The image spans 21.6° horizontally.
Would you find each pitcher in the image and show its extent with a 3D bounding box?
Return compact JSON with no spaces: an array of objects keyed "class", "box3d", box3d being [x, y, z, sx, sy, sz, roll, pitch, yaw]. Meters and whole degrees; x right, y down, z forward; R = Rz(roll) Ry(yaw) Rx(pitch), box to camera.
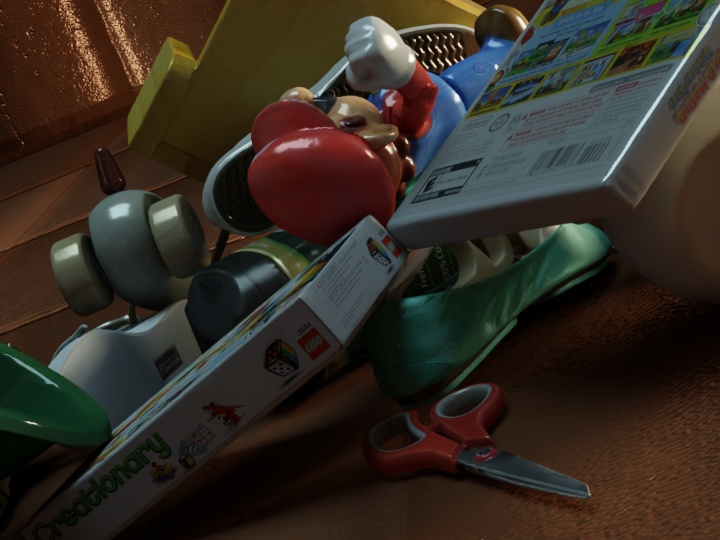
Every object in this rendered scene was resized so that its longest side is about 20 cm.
[{"class":"pitcher","box3d":[0.142,-0.049,0.929,0.170,0.122,0.200,-19,18,-2]}]

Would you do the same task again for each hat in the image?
[{"class":"hat","box3d":[-0.245,0.120,0.958,0.199,0.177,0.165,27,6,34]}]

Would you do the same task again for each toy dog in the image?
[{"class":"toy dog","box3d":[-0.135,-0.018,1.211,0.131,0.097,0.200,-13,-14,-10]}]

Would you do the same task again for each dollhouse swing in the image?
[{"class":"dollhouse swing","box3d":[-0.026,-0.122,1.225,0.177,0.199,0.182,-64,12,9]}]

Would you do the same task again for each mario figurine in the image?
[{"class":"mario figurine","box3d":[0.009,-0.088,1.012,0.105,0.125,0.199,13,31,39]}]

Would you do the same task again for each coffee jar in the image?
[{"class":"coffee jar","box3d":[0.000,0.000,1.090,0.199,0.086,0.104,-29,12,-24]}]

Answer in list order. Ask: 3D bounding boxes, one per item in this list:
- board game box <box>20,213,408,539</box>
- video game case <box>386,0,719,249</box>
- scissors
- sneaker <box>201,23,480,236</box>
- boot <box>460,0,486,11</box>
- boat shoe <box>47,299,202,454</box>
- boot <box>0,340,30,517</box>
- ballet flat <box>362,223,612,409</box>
[{"class":"board game box","box3d":[-0.070,0.060,0.931,0.200,0.035,0.126,-40,5,23]},{"class":"video game case","box3d":[0.111,-0.091,0.889,0.183,0.023,0.200,-55,18,-19]},{"class":"scissors","box3d":[0.046,0.085,0.824,0.073,0.014,0.200,-21,13,-5]},{"class":"sneaker","box3d":[-0.012,-0.087,1.132,0.199,0.073,0.085,-29,7,-13]},{"class":"boot","box3d":[0.037,-0.144,1.269,0.175,0.199,0.067,-6,60,61]},{"class":"boat shoe","box3d":[-0.151,0.065,1.114,0.068,0.074,0.199,-21,10,21]},{"class":"boot","box3d":[-0.252,0.127,1.079,0.107,0.075,0.200,-38,10,24]},{"class":"ballet flat","box3d":[0.069,0.000,1.001,0.067,0.071,0.200,-15,14,43]}]
